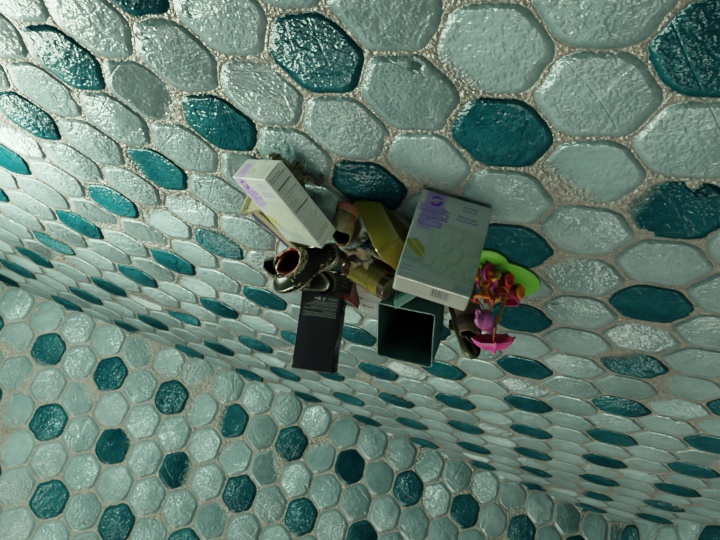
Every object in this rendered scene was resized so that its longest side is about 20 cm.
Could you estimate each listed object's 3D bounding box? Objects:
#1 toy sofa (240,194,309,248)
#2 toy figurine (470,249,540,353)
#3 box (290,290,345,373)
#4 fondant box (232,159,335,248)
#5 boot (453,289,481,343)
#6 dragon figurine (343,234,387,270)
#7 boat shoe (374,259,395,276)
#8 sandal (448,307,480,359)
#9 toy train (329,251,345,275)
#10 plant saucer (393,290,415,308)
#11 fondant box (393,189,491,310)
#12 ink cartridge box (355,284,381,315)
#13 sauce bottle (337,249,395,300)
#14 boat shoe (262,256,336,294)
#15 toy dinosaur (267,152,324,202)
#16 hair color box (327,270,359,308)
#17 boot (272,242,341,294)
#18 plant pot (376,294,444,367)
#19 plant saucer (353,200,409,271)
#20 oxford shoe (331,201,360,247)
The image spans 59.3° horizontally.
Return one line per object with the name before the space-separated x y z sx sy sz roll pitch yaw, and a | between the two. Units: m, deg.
toy sofa | -0.196 -0.118 1.487 0.096 0.084 0.200 -1 149 36
toy figurine | 0.296 0.083 1.400 0.148 0.187 0.200 -4 146 42
box | -0.100 0.158 1.576 0.102 0.186 0.200 8 173 3
fondant box | -0.160 -0.141 1.333 0.143 0.059 0.201 14 149 50
boot | 0.235 0.076 1.467 0.069 0.149 0.199 -21 142 31
dragon figurine | 0.031 -0.050 1.408 0.060 0.099 0.199 62 156 -10
boat shoe | 0.094 -0.002 1.525 0.198 0.073 0.072 -15 140 44
sandal | 0.244 0.140 1.562 0.079 0.203 0.058 24 128 -22
toy train | -0.098 -0.032 1.635 0.196 0.057 0.150 18 174 -9
plant saucer | 0.152 0.013 1.404 0.199 0.070 0.019 -35 111 23
fondant box | 0.157 -0.042 1.204 0.142 0.203 0.059 16 152 6
ink cartridge box | 0.055 0.052 1.665 0.114 0.069 0.201 14 156 13
sauce bottle | 0.000 0.000 1.502 0.199 0.065 0.065 33 167 35
boat shoe | -0.156 0.014 1.583 0.198 0.073 0.060 17 -177 25
toy dinosaur | -0.128 -0.187 1.347 0.100 0.059 0.201 25 157 31
hair color box | -0.060 0.050 1.693 0.109 0.065 0.200 16 172 10
boot | -0.158 -0.004 1.432 0.202 0.075 0.153 -29 168 29
plant pot | 0.137 0.110 1.544 0.139 0.200 0.144 10 118 19
plant saucer | 0.086 -0.054 1.333 0.048 0.201 0.199 -40 128 15
oxford shoe | -0.043 -0.086 1.433 0.069 0.076 0.200 19 163 7
